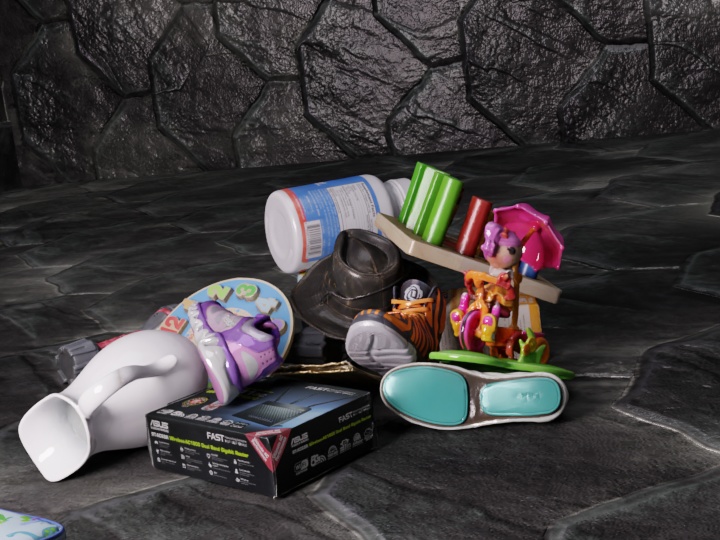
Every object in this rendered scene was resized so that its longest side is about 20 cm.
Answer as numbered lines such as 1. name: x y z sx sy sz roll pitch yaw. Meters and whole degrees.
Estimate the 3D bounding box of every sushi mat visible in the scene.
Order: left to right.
1. sushi mat: -0.035 0.118 1.430 0.094 0.012 0.200 -4 -9 10

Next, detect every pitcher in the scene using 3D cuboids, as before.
1. pitcher: -0.246 0.129 1.367 0.171 0.122 0.199 -38 -7 41

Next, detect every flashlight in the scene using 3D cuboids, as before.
1. flashlight: -0.317 0.099 1.736 0.199 0.069 0.067 -17 10 -42
2. flashlight: -0.112 0.095 1.592 0.198 0.068 0.068 0 49 30

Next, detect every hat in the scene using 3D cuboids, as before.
1. hat: 0.000 0.000 1.543 0.198 0.082 0.201 -6 32 3

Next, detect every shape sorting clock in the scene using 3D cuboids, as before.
1. shape sorting clock: -0.173 0.088 1.544 0.198 0.039 0.202 -17 44 17

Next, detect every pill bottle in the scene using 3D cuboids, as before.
1. pill bottle: -0.020 -0.068 1.713 0.198 0.114 0.112 -11 13 -26

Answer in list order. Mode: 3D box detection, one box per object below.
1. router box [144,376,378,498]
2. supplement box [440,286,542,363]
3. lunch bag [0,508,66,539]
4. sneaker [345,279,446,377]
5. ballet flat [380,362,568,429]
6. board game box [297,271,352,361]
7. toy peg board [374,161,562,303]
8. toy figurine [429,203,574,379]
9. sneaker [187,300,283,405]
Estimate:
1. router box: -0.103 0.164 1.310 0.198 0.063 0.149 4 15 43
2. supplement box: 0.124 0.070 1.579 0.197 0.075 0.126 -7 12 5
3. lunch bag: -0.335 0.256 0.987 0.159 0.084 0.199 1 15 32
4. sneaker: 0.041 0.056 1.397 0.077 0.113 0.200 2 -21 19
5. ballet flat: 0.121 0.134 1.340 0.197 0.070 0.069 0 13 14
6. board game box: -0.029 0.047 1.704 0.102 0.106 0.200 -7 13 -1
7. toy peg board: 0.140 -0.054 1.553 0.197 0.099 0.200 18 8 -14
8. toy figurine: 0.157 0.016 1.393 0.149 0.187 0.199 2 -7 39
9. sneaker: -0.131 0.076 1.362 0.088 0.081 0.200 -25 19 -7
